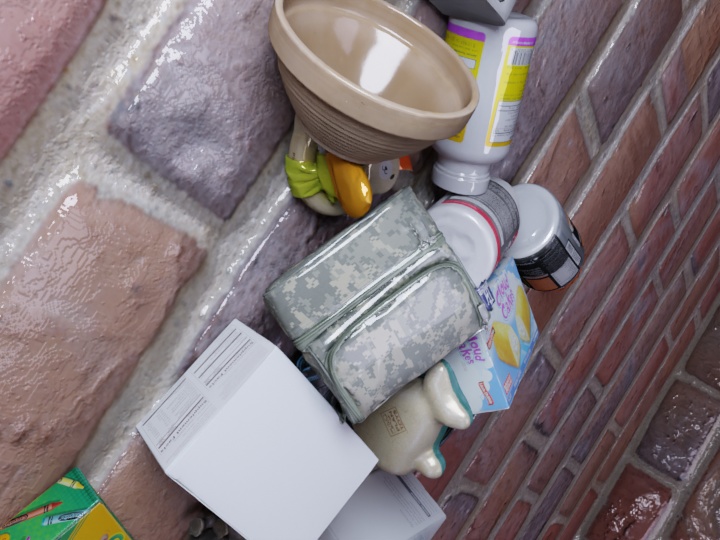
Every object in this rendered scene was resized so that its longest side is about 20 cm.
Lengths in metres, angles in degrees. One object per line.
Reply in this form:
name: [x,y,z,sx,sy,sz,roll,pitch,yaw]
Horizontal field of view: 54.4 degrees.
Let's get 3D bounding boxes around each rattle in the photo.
rattle: [0.030,-0.115,0.734,0.196,0.141,0.134,2,90,-42]

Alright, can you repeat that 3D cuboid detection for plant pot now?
plant pot: [0.001,-0.164,0.630,0.198,0.202,0.094,-14,147,-44]

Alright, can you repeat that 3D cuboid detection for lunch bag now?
lunch bag: [0.019,0.036,0.717,0.198,0.170,0.139,-35,-176,-9]

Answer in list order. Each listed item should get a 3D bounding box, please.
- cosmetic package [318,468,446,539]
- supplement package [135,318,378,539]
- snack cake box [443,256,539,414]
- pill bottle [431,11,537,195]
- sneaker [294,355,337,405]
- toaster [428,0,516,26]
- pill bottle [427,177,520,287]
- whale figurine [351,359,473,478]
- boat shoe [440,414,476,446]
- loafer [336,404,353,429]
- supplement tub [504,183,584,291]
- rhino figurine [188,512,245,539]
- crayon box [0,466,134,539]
cosmetic package: [-0.007,0.416,1.043,0.197,0.123,0.202,-9,135,-45]
supplement package: [-0.105,0.186,0.749,0.156,0.110,0.201,-47,122,-15]
snack cake box: [0.157,0.075,0.867,0.200,0.066,0.118,-41,113,-58]
pill bottle: [0.136,-0.198,0.827,0.103,0.103,0.205,-17,126,-43]
sneaker: [-0.063,0.149,0.879,0.081,0.073,0.203,34,83,-36]
toaster: [0.104,-0.362,0.662,0.198,0.118,0.184,17,101,-53]
pill bottle: [0.145,-0.056,0.907,0.200,0.108,0.113,-41,146,-57]
whale figurine: [0.068,0.157,0.815,0.102,0.162,0.200,-19,168,-36]
boat shoe: [0.114,0.175,0.934,0.200,0.062,0.075,-46,106,-12]
loafer: [0.013,0.224,1.024,0.197,0.073,0.063,3,133,-44]
supplement tub: [0.279,-0.042,1.098,0.124,0.121,0.199,-58,145,0]
rhino figurine: [-0.198,0.376,0.866,0.203,0.059,0.087,-60,155,6]
crayon box: [-0.286,0.307,0.712,0.118,0.058,0.203,-39,140,-25]
